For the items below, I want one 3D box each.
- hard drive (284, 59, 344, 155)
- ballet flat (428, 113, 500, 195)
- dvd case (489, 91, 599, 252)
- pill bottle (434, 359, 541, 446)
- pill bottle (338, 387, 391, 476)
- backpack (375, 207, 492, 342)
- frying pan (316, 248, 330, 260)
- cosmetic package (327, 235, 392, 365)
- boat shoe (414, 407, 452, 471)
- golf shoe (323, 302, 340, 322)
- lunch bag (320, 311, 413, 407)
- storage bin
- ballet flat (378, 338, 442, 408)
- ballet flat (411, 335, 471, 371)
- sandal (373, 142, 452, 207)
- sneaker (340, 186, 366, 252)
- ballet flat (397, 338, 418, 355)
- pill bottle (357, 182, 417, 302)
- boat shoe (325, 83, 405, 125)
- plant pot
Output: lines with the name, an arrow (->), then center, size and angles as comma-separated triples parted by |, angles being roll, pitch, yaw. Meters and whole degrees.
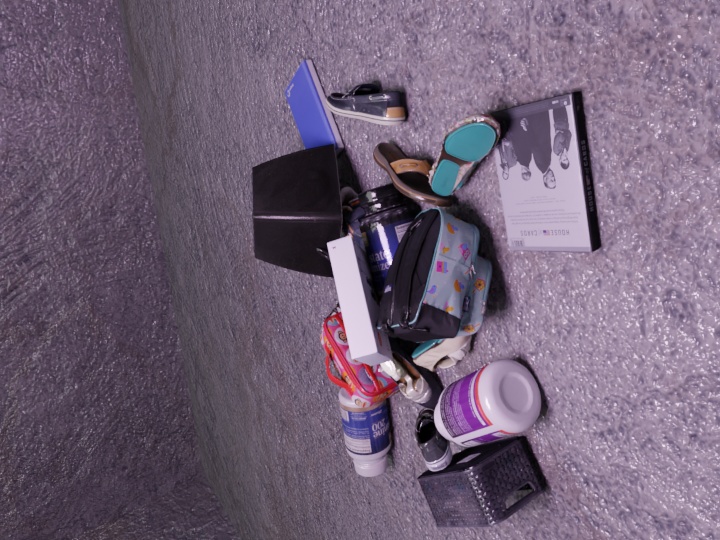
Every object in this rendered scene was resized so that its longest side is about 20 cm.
hard drive -> -0.104, -0.333, 1.330 | 0.132, 0.025, 0.204 | -32, 77, 60
ballet flat -> 0.153, -0.186, 0.910 | 0.074, 0.065, 0.200 | 26, 154, -6
dvd case -> 0.250, -0.127, 0.836 | 0.149, 0.024, 0.205 | 6, 110, 58
pill bottle -> 0.202, 0.228, 1.013 | 0.114, 0.110, 0.200 | 65, 149, 13
pill bottle -> 0.014, 0.366, 1.407 | 0.110, 0.109, 0.205 | 18, 120, 55
backpack -> 0.122, 0.010, 0.976 | 0.175, 0.150, 0.205 | 151, 131, -68
frying pan -> 0.001, 0.011, 1.235 | 0.186, 0.031, 0.116 | 20, 144, 12
cosmetic package -> 0.001, 0.058, 1.070 | 0.151, 0.050, 0.205 | 38, -143, -71
boat shoe -> 0.133, 0.301, 1.145 | 0.057, 0.068, 0.200 | 61, -175, -10
golf shoe -> -0.038, 0.107, 1.380 | 0.078, 0.093, 0.204 | 41, 136, 43
lunch bag -> 0.004, 0.175, 1.259 | 0.202, 0.173, 0.083 | 56, 149, 24
storage bin -> 0.205, 0.370, 1.057 | 0.095, 0.133, 0.200 | 65, 149, 12
ballet flat -> 0.086, 0.205, 1.171 | 0.201, 0.073, 0.073 | 49, 150, -5
ballet flat -> 0.162, 0.137, 1.097 | 0.071, 0.068, 0.200 | 64, 151, 14
sandal -> 0.090, -0.175, 1.046 | 0.201, 0.080, 0.055 | 56, 135, 40
sneaker -> 0.004, -0.093, 1.217 | 0.200, 0.077, 0.081 | 48, 148, 40
ballet flat -> 0.054, 0.083, 1.197 | 0.066, 0.057, 0.202 | -18, 107, 51
pill bottle -> 0.061, -0.052, 1.109 | 0.111, 0.110, 0.205 | -12, 94, 60
boat shoe -> 0.008, -0.310, 1.108 | 0.198, 0.073, 0.064 | 27, 123, 46
plant pot -> -0.137, -0.118, 1.257 | 0.201, 0.172, 0.204 | 100, 164, -54
